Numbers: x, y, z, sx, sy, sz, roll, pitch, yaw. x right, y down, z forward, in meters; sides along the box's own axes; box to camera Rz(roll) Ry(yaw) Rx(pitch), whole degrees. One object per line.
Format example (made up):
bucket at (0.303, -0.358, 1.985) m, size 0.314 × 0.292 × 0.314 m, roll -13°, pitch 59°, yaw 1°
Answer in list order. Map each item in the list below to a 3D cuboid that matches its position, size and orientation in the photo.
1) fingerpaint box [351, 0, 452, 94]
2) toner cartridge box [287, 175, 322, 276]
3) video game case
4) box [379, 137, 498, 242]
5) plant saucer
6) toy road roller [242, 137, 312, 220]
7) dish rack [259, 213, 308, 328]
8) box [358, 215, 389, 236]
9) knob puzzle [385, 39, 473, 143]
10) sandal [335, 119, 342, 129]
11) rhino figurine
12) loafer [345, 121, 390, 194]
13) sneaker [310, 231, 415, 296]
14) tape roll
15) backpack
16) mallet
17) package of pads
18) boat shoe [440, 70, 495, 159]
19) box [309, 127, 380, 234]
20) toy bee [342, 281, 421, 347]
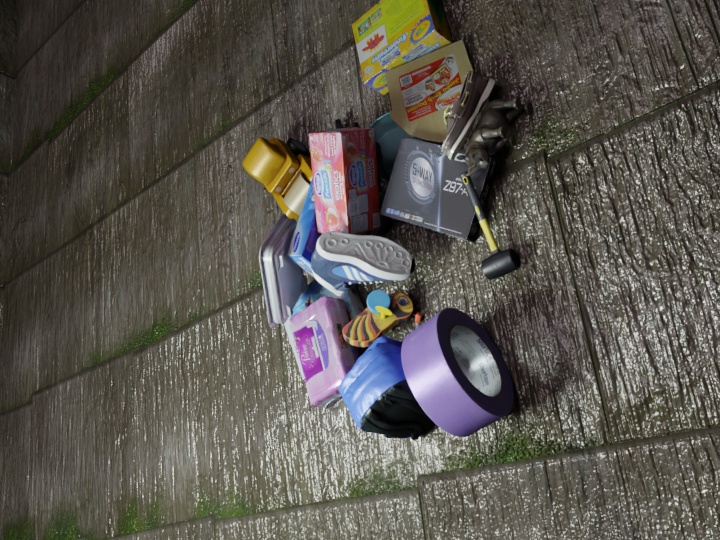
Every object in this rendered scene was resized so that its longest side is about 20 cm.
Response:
fingerpaint box at (0.087, -0.508, 1.500) m, size 0.199 × 0.073 × 0.169 m, roll -29°, pitch 61°, yaw 35°
toner cartridge box at (-0.082, -0.099, 1.446) m, size 0.043 × 0.095 × 0.203 m, roll 0°, pitch 63°, yaw 36°
video game case at (-0.078, 0.112, 1.525) m, size 0.200 × 0.045 × 0.183 m, roll -42°, pitch 56°, yaw 28°
box at (0.150, -0.158, 1.352) m, size 0.198 × 0.043 × 0.163 m, roll 19°, pitch 93°, yaw 30°
plant saucer at (0.067, -0.235, 1.479) m, size 0.198 × 0.036 × 0.203 m, roll -12°, pitch 73°, yaw 41°
toy road roller at (-0.186, -0.228, 1.635) m, size 0.123 × 0.145 × 0.201 m, roll -51°, pitch 51°, yaw 21°
dish rack at (-0.154, 0.002, 1.456) m, size 0.043 × 0.172 × 0.203 m, roll 4°, pitch 123°, yaw 15°
box at (-0.052, -0.084, 1.515) m, size 0.199 × 0.051 × 0.159 m, roll 25°, pitch 78°, yaw 43°
knob puzzle at (0.153, -0.344, 1.414) m, size 0.216 × 0.030 × 0.223 m, roll -6°, pitch 74°, yaw 22°
sandal at (-0.048, -0.251, 1.562) m, size 0.075 × 0.044 × 0.202 m, roll 93°, pitch 167°, yaw -58°
rhino figurine at (0.234, -0.240, 1.265) m, size 0.087 × 0.060 × 0.201 m, roll 0°, pitch 50°, yaw 46°
loafer at (0.016, -0.237, 1.456) m, size 0.070 × 0.068 × 0.201 m, roll -47°, pitch 55°, yaw 17°
sneaker at (0.000, 0.000, 1.365) m, size 0.147 × 0.197 × 0.081 m, roll 105°, pitch 179°, yaw -57°
tape roll at (0.166, 0.171, 1.180) m, size 0.085 × 0.199 × 0.202 m, roll -38°, pitch 57°, yaw 30°
backpack at (0.056, 0.212, 1.272) m, size 0.163 × 0.199 × 0.168 m, roll -55°, pitch 50°, yaw 19°
mallet at (0.217, -0.080, 1.269) m, size 0.066 × 0.041 × 0.202 m, roll -34°, pitch 76°, yaw 30°
package of pads at (-0.068, 0.168, 1.424) m, size 0.120 × 0.075 × 0.202 m, roll -32°, pitch 63°, yaw 32°
boat shoe at (0.190, -0.293, 1.305) m, size 0.059 × 0.072 × 0.202 m, roll 28°, pitch 66°, yaw 3°
box at (-0.030, -0.177, 1.381) m, size 0.095 × 0.099 × 0.203 m, roll 9°, pitch 110°, yaw 42°
toy bee at (0.061, 0.080, 1.364) m, size 0.108 × 0.131 × 0.201 m, roll 36°, pitch 95°, yaw 16°
